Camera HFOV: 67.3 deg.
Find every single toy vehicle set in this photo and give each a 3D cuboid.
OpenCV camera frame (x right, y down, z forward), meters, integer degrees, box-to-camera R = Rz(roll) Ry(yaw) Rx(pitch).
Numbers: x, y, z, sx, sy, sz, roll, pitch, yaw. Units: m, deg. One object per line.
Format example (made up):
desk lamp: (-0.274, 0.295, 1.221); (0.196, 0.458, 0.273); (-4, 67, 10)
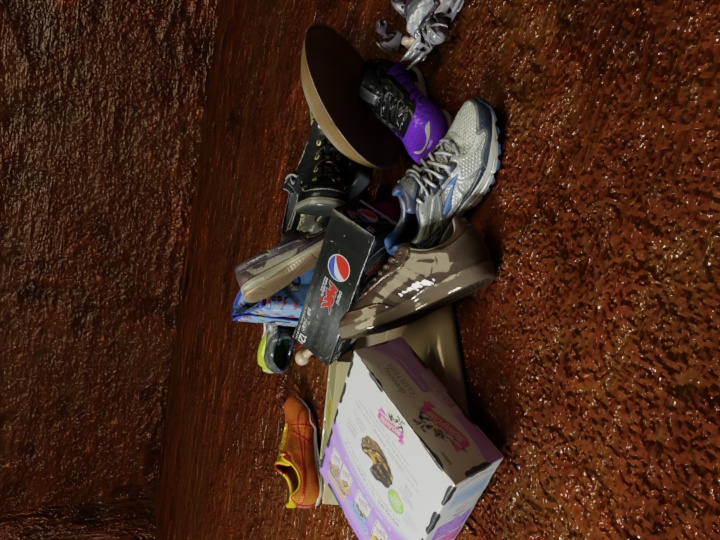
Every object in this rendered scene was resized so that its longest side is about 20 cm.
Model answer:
toy vehicle set: (-0.036, 0.214, 0.792); (0.124, 0.026, 0.206); (-126, 41, -80)

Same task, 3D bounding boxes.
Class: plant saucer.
plant saucer: (-0.017, -0.217, 0.704); (0.035, 0.198, 0.205); (-24, 59, 30)

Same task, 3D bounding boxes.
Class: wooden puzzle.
wooden puzzle: (0.058, 0.131, 0.665); (0.199, 0.036, 0.190); (-38, 51, 51)

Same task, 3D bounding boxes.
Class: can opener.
can opener: (-0.047, -0.090, 0.889); (0.200, 0.066, 0.054); (-46, 47, 24)

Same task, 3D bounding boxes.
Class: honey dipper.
honey dipper: (-0.031, 0.083, 0.778); (0.199, 0.037, 0.039); (-42, 46, 29)

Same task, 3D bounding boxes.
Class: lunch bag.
lunch bag: (-0.133, 0.053, 0.940); (0.200, 0.147, 0.097); (-38, 51, 56)

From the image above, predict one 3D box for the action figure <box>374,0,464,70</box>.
action figure: (0.064, -0.346, 0.691); (0.129, 0.069, 0.203); (-39, 50, 25)

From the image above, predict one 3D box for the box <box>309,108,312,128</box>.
box: (-0.052, -0.253, 0.908); (0.071, 0.062, 0.205); (85, 177, -63)

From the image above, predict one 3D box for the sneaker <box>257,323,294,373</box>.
sneaker: (-0.161, 0.112, 1.099); (0.080, 0.072, 0.207); (5, 95, 55)

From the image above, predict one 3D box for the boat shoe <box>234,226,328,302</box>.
boat shoe: (-0.098, -0.029, 0.804); (0.066, 0.197, 0.072); (56, 175, 14)

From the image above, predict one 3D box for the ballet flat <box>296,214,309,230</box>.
ballet flat: (-0.074, -0.084, 0.948); (0.063, 0.075, 0.205); (24, 116, 28)

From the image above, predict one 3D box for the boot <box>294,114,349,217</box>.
boot: (-0.047, -0.153, 0.738); (0.204, 0.071, 0.159); (-124, 39, -82)

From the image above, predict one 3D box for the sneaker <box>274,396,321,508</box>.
sneaker: (-0.113, 0.305, 0.935); (0.203, 0.075, 0.074); (-109, 34, -44)

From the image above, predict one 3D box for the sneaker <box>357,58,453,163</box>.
sneaker: (0.043, -0.203, 0.675); (0.070, 0.097, 0.203); (-58, 34, 34)

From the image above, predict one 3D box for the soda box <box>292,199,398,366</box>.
soda box: (-0.021, 0.018, 0.691); (0.070, 0.063, 0.204); (33, 123, 21)

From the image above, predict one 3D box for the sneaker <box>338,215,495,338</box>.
sneaker: (0.052, 0.013, 0.597); (0.197, 0.070, 0.077); (-27, 72, 27)

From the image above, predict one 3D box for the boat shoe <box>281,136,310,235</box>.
boat shoe: (-0.116, -0.161, 1.042); (0.072, 0.066, 0.206); (34, 115, 61)

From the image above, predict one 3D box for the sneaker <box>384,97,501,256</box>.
sneaker: (0.084, -0.090, 0.591); (0.077, 0.083, 0.204); (57, 134, 52)

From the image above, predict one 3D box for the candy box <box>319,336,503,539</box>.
candy box: (0.040, 0.205, 0.575); (0.168, 0.070, 0.204); (48, 135, 38)

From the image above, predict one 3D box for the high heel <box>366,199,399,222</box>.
high heel: (0.000, 0.000, 0.761); (0.096, 0.066, 0.205); (-130, 53, -69)
